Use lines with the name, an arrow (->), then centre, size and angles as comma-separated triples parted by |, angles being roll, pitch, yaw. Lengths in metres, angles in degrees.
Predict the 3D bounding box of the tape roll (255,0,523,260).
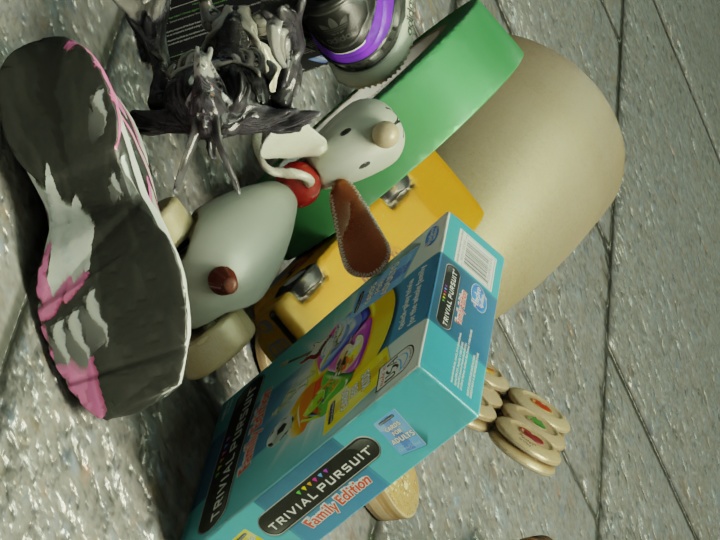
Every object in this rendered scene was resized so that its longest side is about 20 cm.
tape roll -> 0.012, -0.089, 1.577 | 0.048, 0.200, 0.200 | 50, 23, -7

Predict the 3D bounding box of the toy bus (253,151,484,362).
toy bus -> 0.000, 0.000, 1.550 | 0.065, 0.078, 0.200 | 51, 47, -9

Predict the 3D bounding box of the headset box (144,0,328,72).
headset box -> -0.084, -0.229, 1.584 | 0.174, 0.093, 0.200 | 6, 69, -71

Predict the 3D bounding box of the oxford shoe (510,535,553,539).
oxford shoe -> 0.115, 0.295, 1.812 | 0.071, 0.071, 0.200 | 0, 75, -40

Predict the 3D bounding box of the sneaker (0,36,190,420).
sneaker -> -0.130, -0.024, 1.321 | 0.086, 0.080, 0.200 | -13, 93, -82

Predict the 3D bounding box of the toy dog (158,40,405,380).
toy dog -> -0.047, -0.031, 1.397 | 0.132, 0.096, 0.200 | 36, 73, -23

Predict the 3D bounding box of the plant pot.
plant pot -> 0.072, -0.041, 1.789 | 0.188, 0.187, 0.200 | 65, 34, -26

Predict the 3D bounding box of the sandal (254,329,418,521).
sandal -> 0.009, 0.089, 1.624 | 0.212, 0.069, 0.078 | 55, 32, -44

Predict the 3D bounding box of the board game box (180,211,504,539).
board game box -> -0.011, 0.077, 1.382 | 0.047, 0.200, 0.151 | 40, 30, -16

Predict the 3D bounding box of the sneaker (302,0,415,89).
sneaker -> -0.014, -0.218, 1.518 | 0.100, 0.069, 0.201 | 43, 34, -54

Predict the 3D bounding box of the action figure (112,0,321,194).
action figure -> -0.078, -0.141, 1.367 | 0.102, 0.119, 0.200 | 70, 21, -49

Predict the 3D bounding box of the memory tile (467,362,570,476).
memory tile -> 0.051, 0.062, 1.647 | 0.200, 0.017, 0.153 | 33, 11, 3
